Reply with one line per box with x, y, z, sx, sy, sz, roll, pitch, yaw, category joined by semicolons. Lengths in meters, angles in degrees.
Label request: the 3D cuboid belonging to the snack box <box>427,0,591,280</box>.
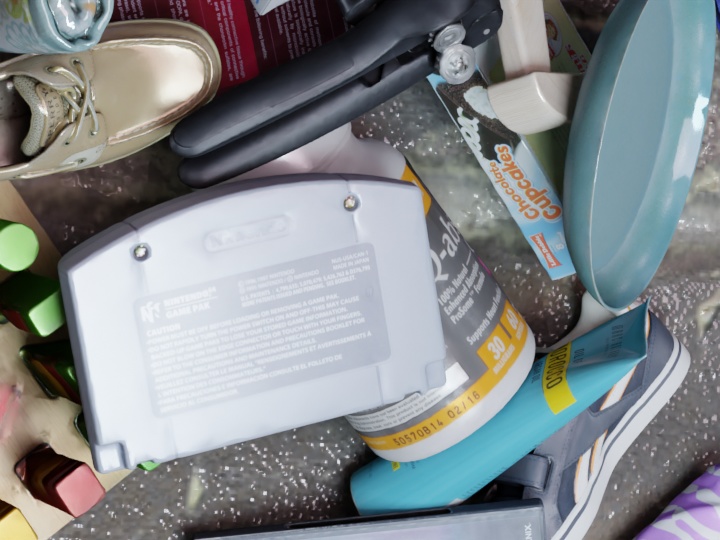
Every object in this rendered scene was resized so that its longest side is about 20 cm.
0.091;-0.108;1.710;0.200;0.037;0.116;57;37;-20;snack box

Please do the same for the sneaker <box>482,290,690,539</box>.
0.110;0.097;1.753;0.079;0.078;0.200;46;65;-26;sneaker

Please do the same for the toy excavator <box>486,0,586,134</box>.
0.102;-0.196;1.662;0.200;0.100;0.195;-40;109;-46;toy excavator

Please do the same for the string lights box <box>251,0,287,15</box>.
-0.057;-0.249;1.607;0.103;0.059;0.200;-28;81;-26;string lights box

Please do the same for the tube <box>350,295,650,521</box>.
0.085;0.086;1.694;0.200;0.078;0.050;-35;110;21;tube

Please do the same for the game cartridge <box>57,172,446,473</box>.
-0.056;0.020;1.573;0.199;0.040;0.134;-13;108;-18;game cartridge

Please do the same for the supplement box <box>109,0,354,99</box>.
-0.083;-0.149;1.648;0.199;0.061;0.109;-16;101;-22;supplement box

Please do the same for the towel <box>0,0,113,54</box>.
-0.174;-0.212;1.540;0.048;0.171;0.201;2;93;-27;towel

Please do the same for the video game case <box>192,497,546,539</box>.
0.010;0.209;1.702;0.199;0.019;0.143;-6;104;-3;video game case

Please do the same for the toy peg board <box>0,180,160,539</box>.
-0.213;0.073;1.589;0.199;0.098;0.200;-38;109;-17;toy peg board

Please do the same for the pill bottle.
0.000;0.000;1.671;0.116;0.116;0.200;-43;110;-15;pill bottle

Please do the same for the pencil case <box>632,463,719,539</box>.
0.179;0.206;1.790;0.200;0.085;0.084;-47;110;-15;pencil case

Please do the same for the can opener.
-0.012;-0.102;1.583;0.200;0.079;0.063;-35;138;-9;can opener

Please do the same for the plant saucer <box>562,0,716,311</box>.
0.152;-0.077;1.658;0.200;0.027;0.201;13;90;-69;plant saucer

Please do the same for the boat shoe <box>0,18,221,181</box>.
-0.164;-0.082;1.554;0.199;0.065;0.072;-15;101;-13;boat shoe

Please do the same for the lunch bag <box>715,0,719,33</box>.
0.291;-0.211;1.780;0.169;0.127;0.201;-4;87;-25;lunch bag
